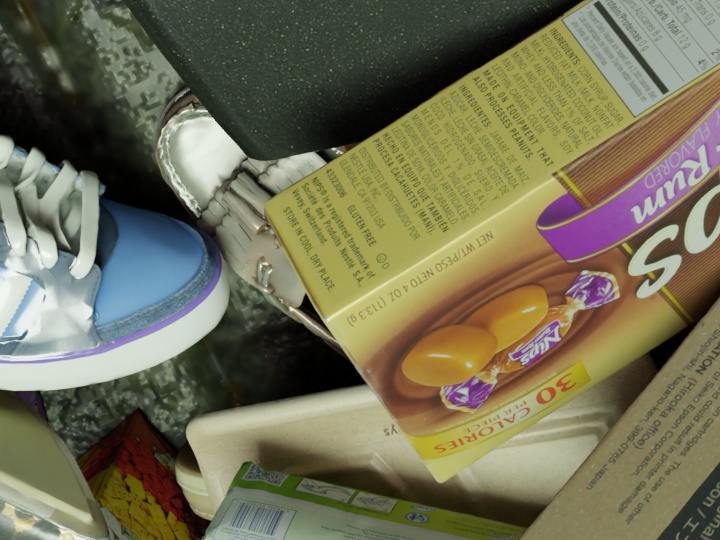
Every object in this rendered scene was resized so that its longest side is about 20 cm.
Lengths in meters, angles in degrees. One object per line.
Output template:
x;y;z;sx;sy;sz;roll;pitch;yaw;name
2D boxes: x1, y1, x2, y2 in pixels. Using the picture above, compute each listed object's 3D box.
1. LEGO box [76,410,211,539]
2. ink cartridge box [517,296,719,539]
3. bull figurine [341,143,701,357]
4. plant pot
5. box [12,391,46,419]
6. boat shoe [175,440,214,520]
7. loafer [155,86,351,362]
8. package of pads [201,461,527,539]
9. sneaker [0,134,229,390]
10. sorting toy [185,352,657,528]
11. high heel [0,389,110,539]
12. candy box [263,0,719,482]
-0.151;0.173;0.839;0.200;0.149;0.077;-39;103;18;LEGO box
0.152;0.108;0.672;0.165;0.075;0.200;-50;134;-13;ink cartridge box
0.079;-0.022;0.742;0.121;0.065;0.200;-31;146;14;bull figurine
0.006;-0.154;0.676;0.198;0.201;0.178;-12;120;10;plant pot
-0.223;-0.005;0.834;0.136;0.039;0.202;-10;110;9;box
0.019;0.108;0.839;0.198;0.072;0.065;7;111;-3;boat shoe
0.000;0.000;0.799;0.200;0.063;0.072;39;111;-10;loafer
0.013;0.183;0.747;0.153;0.068;0.202;11;115;11;package of pads
-0.148;-0.034;0.736;0.198;0.081;0.147;0;134;-2;sneaker
0.045;0.126;0.773;0.184;0.037;0.201;-11;109;19;sorting toy
-0.181;0.111;0.793;0.199;0.071;0.144;25;111;29;high heel
0.081;-0.026;0.645;0.199;0.057;0.117;-31;143;1;candy box
